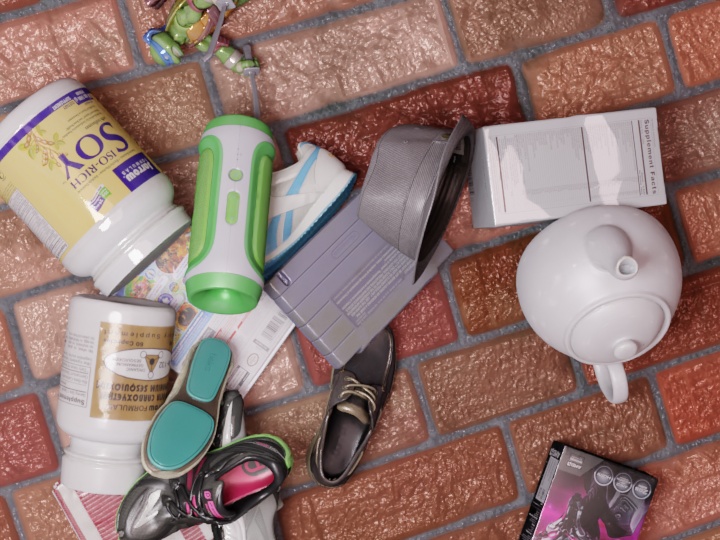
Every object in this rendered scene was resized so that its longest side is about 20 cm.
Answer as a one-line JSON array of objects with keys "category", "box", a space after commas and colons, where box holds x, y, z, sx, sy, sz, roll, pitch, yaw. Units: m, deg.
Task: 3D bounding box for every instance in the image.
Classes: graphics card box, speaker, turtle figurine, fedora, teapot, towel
[{"category": "graphics card box", "box": [0.252, 0.311, 1.585, 0.125, 0.051, 0.201, 21, 87, -8]}, {"category": "speaker", "box": [-0.136, -0.059, 1.435, 0.088, 0.089, 0.201, 7, 66, -8]}, {"category": "turtle figurine", "box": [-0.122, -0.273, 1.474, 0.194, 0.200, 0.144, -53, 132, -8]}, {"category": "fedora", "box": [0.053, -0.089, 1.471, 0.090, 0.177, 0.200, 20, 45, 11]}, {"category": "teapot", "box": [0.271, 0.038, 1.501, 0.200, 0.146, 0.197, 21, 129, -36]}, {"category": "towel", "box": [-0.224, 0.251, 1.528, 0.199, 0.023, 0.144, -29, 96, -6]}]

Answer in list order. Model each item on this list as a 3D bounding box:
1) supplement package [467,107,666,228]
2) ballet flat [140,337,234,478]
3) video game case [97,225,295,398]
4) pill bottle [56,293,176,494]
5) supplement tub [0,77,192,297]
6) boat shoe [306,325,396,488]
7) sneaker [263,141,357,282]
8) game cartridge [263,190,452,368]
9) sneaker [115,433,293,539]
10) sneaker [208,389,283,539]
[{"category": "supplement package", "box": [0.228, -0.114, 1.542, 0.199, 0.110, 0.114, -7, 92, -8]}, {"category": "ballet flat", "box": [-0.181, 0.155, 1.442, 0.067, 0.062, 0.200, 27, 43, -3]}, {"category": "video game case", "box": [-0.182, 0.044, 1.532, 0.200, 0.018, 0.143, 36, 86, -8]}, {"category": "pill bottle", "box": [-0.263, 0.131, 1.456, 0.114, 0.114, 0.201, 7, 92, -8]}, {"category": "supplement tub", "box": [-0.289, -0.086, 1.442, 0.145, 0.145, 0.200, -43, 92, -5]}, {"category": "boat shoe", "box": [-0.003, 0.152, 1.532, 0.074, 0.073, 0.201, 16, 88, -9]}, {"category": "sneaker", "box": [-0.095, -0.054, 1.514, 0.081, 0.077, 0.200, 40, 74, 8]}, {"category": "game cartridge", "box": [0.000, 0.000, 1.522, 0.200, 0.038, 0.130, -44, 101, -25]}, {"category": "sneaker", "box": [-0.164, 0.228, 1.410, 0.199, 0.084, 0.077, -27, 100, -1]}, {"category": "sneaker", "box": [-0.127, 0.227, 1.501, 0.079, 0.074, 0.201, -8, 100, -17]}]
